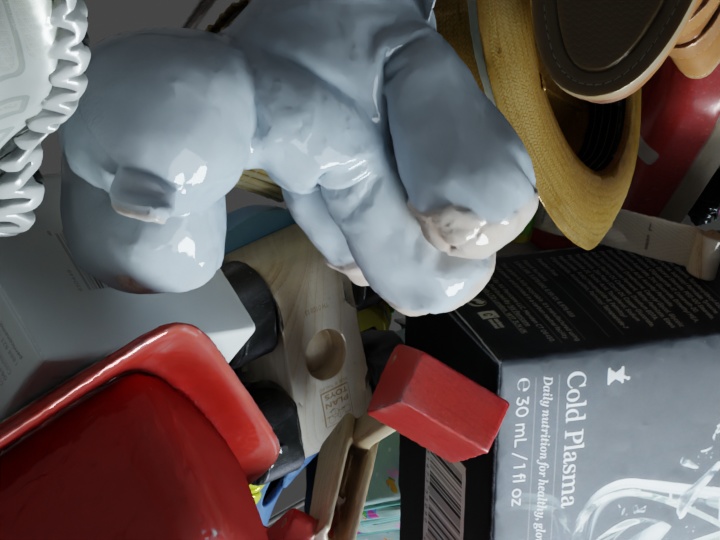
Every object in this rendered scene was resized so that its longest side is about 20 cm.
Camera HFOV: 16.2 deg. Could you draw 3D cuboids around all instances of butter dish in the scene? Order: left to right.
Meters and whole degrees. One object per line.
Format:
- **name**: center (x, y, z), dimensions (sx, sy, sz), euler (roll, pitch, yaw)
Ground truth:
- **butter dish**: center (-0.105, 0.144, 1.039), dimensions (0.199, 0.148, 0.200), euler (-32, 156, -2)

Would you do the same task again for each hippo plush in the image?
- **hippo plush**: center (-0.034, -0.047, 0.992), dimensions (0.160, 0.160, 0.200), euler (-23, 151, -28)

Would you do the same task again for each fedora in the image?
- **fedora**: center (0.063, -0.101, 1.125), dimensions (0.081, 0.202, 0.200), euler (-5, 173, 23)

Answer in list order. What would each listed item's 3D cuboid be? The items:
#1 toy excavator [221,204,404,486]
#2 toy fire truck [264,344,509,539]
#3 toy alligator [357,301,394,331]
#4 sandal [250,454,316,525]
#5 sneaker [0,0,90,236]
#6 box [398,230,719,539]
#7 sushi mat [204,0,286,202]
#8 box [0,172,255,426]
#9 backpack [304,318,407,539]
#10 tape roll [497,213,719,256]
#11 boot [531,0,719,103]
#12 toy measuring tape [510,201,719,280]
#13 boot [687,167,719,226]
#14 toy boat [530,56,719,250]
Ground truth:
- **toy excavator**: center (-0.066, 0.053, 1.303), dimensions (0.100, 0.200, 0.196), euler (-24, 116, -31)
- **toy fire truck**: center (-0.014, 0.113, 1.162), dimensions (0.142, 0.049, 0.200), euler (-65, -165, -16)
- **toy alligator**: center (0.000, 0.000, 1.356), dimensions (0.200, 0.054, 0.059), euler (-61, -177, 43)
- **sandal**: center (-0.063, 0.115, 1.476), dimensions (0.087, 0.080, 0.200), euler (-30, 162, -33)
- **sneaker**: center (-0.149, -0.067, 0.903), dimensions (0.081, 0.075, 0.200), euler (-17, 154, -26)
- **box**: center (0.130, 0.097, 1.233), dimensions (0.195, 0.124, 0.201), euler (-8, 114, -19)
- **sushi mat**: center (-0.043, -0.074, 1.162), dimensions (0.096, 0.012, 0.200), euler (-43, 161, 13)
- **box**: center (-0.160, 0.057, 1.110), dimensions (0.124, 0.098, 0.200), euler (-7, 145, -48)
- **backpack**: center (0.055, 0.102, 1.455), dimensions (0.126, 0.168, 0.200), euler (17, 161, -32)
- **tape roll**: center (0.141, 0.000, 1.381), dimensions (0.202, 0.202, 0.037), euler (-16, 133, -48)
- **boot**: center (0.133, -0.126, 1.103), dimensions (0.155, 0.073, 0.201), euler (67, 36, -57)
- **toy measuring tape**: center (0.069, -0.025, 1.186), dimensions (0.074, 0.199, 0.074), euler (17, 90, -79)
- **boot**: center (0.224, -0.124, 1.366), dimensions (0.163, 0.073, 0.198), euler (-52, 178, -34)
- **toy boat**: center (0.112, -0.092, 1.279), dimensions (0.130, 0.131, 0.200), euler (4, 145, -17)
